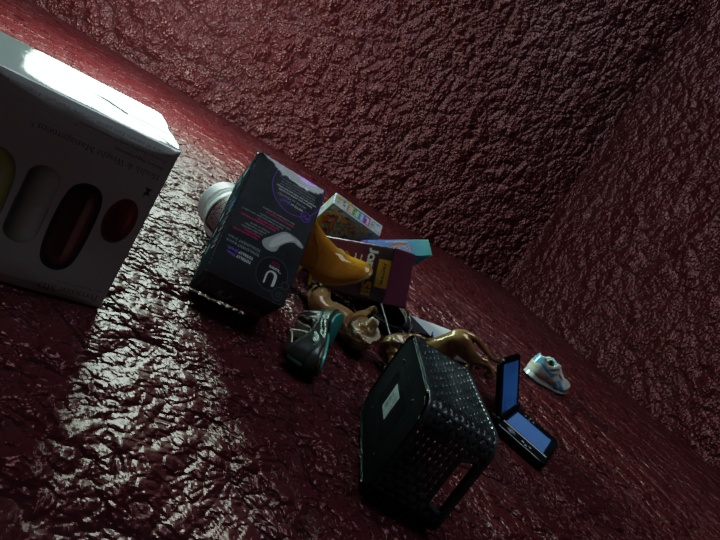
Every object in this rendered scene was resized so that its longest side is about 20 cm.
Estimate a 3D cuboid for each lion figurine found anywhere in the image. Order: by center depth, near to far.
[{"bbox_3d":[0.140,0.143,0.894,0.073,0.198,0.124,-82,150,-71],"label":"lion figurine"},{"bbox_3d":[-0.040,0.079,0.932,0.198,0.073,0.122,24,20,25],"label":"lion figurine"}]

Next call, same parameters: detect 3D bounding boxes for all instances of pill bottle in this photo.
[{"bbox_3d":[-0.212,-0.072,0.919,0.114,0.115,0.200,19,20,-49],"label":"pill bottle"}]

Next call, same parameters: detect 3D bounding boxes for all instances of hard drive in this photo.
[{"bbox_3d":[0.212,0.178,1.266,0.199,0.027,0.132,22,17,-42],"label":"hard drive"}]

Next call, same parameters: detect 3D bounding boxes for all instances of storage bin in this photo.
[{"bbox_3d":[0.072,0.184,0.622,0.093,0.136,0.200,31,13,-9],"label":"storage bin"}]

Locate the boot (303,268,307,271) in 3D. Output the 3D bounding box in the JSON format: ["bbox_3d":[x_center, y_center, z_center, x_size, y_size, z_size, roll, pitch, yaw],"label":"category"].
[{"bbox_3d":[-0.121,-0.083,1.138,0.199,0.139,0.077,24,15,-41],"label":"boot"}]

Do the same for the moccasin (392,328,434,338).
[{"bbox_3d":[0.127,0.161,1.010,0.199,0.069,0.080,19,19,-50],"label":"moccasin"}]

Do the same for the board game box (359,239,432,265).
[{"bbox_3d":[0.047,-0.027,1.211,0.198,0.152,0.046,-4,73,-34],"label":"board game box"}]

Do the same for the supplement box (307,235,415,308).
[{"bbox_3d":[0.000,0.000,1.037,0.198,0.112,0.085,11,-2,36],"label":"supplement box"}]

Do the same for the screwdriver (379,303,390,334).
[{"bbox_3d":[0.044,0.070,1.055,0.028,0.029,0.202,-9,58,-11],"label":"screwdriver"}]

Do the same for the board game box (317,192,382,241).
[{"bbox_3d":[-0.061,-0.085,1.196,0.134,0.200,0.034,33,51,-20],"label":"board game box"}]

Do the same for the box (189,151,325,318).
[{"bbox_3d":[-0.151,-0.049,0.759,0.121,0.202,0.106,28,-27,-22],"label":"box"}]

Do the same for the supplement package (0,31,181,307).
[{"bbox_3d":[-0.330,-0.103,0.536,0.190,0.201,0.147,22,17,-38],"label":"supplement package"}]

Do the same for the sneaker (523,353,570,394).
[{"bbox_3d":[0.592,0.319,1.573,0.199,0.081,0.077,27,12,-33],"label":"sneaker"}]

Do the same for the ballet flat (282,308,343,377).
[{"bbox_3d":[-0.071,0.095,0.775,0.068,0.069,0.200,21,12,2],"label":"ballet flat"}]

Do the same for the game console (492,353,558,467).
[{"bbox_3d":[0.336,0.270,1.021,0.176,0.117,0.199,39,14,26],"label":"game console"}]

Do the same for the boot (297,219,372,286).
[{"bbox_3d":[-0.078,-0.052,0.948,0.199,0.145,0.071,6,33,20],"label":"boot"}]

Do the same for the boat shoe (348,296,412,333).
[{"bbox_3d":[0.032,0.062,1.110,0.201,0.072,0.061,40,-8,20],"label":"boat shoe"}]
